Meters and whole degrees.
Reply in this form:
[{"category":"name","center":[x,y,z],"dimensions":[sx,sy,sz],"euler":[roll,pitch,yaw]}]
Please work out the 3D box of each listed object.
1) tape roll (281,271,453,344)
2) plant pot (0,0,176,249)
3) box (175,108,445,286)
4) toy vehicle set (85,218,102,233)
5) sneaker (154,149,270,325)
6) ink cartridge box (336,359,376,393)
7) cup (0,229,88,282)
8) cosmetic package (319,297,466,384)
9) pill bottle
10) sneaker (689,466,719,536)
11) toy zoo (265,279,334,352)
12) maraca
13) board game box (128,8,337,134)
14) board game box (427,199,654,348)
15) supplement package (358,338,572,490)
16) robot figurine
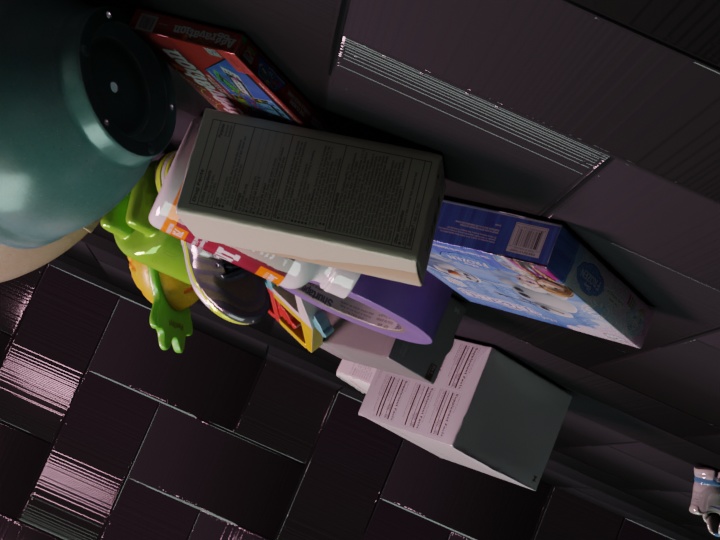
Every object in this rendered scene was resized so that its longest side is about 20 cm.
[{"category":"tape roll","center":[0.000,0.000,1.455],"dimensions":[0.199,0.085,0.200],"euler":[24,171,4]},{"category":"plant pot","center":[-0.228,-0.128,1.067],"dimensions":[0.133,0.202,0.200],"euler":[-13,152,27]},{"category":"box","center":[-0.038,-0.059,1.109],"dimensions":[0.199,0.096,0.078],"euler":[13,166,10]},{"category":"toy vehicle set","center":[-0.365,-0.123,1.462],"dimensions":[0.200,0.027,0.124],"euler":[40,179,-25]},{"category":"sneaker","center":[-0.147,-0.037,1.412],"dimensions":[0.201,0.074,0.081],"euler":[63,154,-1]},{"category":"ink cartridge box","center":[0.082,0.178,2.215],"dimensions":[0.199,0.084,0.145],"euler":[19,169,27]},{"category":"cup","center":[-0.386,-0.096,1.632],"dimensions":[0.142,0.202,0.200],"euler":[-10,160,15]},{"category":"cosmetic package","center":[0.024,0.061,1.666],"dimensions":[0.090,0.107,0.200],"euler":[30,167,-32]},{"category":"pill bottle","center":[-0.087,-0.053,1.288],"dimensions":[0.199,0.114,0.113],"euler":[25,170,-8]},{"category":"sneaker","center":[0.566,0.369,2.096],"dimensions":[0.199,0.087,0.075],"euler":[27,168,-28]},{"category":"toy zoo","center":[-0.102,0.017,1.647],"dimensions":[0.200,0.020,0.132],"euler":[42,158,29]},{"category":"maraca","center":[-0.227,-0.002,1.666],"dimensions":[0.106,0.202,0.137],"euler":[-3,171,18]},{"category":"board game box","center":[-0.092,-0.143,1.097],"dimensions":[0.102,0.020,0.200],"euler":[19,169,29]},{"category":"board game box","center":[0.136,-0.002,1.243],"dimensions":[0.199,0.044,0.199],"euler":[15,168,40]},{"category":"supplement package","center":[0.147,0.190,1.933],"dimensions":[0.191,0.148,0.199],"euler":[31,168,-38]},{"category":"robot figurine","center":[-0.192,-0.049,1.529],"dimensions":[0.175,0.116,0.200],"euler":[-6,158,40]}]
